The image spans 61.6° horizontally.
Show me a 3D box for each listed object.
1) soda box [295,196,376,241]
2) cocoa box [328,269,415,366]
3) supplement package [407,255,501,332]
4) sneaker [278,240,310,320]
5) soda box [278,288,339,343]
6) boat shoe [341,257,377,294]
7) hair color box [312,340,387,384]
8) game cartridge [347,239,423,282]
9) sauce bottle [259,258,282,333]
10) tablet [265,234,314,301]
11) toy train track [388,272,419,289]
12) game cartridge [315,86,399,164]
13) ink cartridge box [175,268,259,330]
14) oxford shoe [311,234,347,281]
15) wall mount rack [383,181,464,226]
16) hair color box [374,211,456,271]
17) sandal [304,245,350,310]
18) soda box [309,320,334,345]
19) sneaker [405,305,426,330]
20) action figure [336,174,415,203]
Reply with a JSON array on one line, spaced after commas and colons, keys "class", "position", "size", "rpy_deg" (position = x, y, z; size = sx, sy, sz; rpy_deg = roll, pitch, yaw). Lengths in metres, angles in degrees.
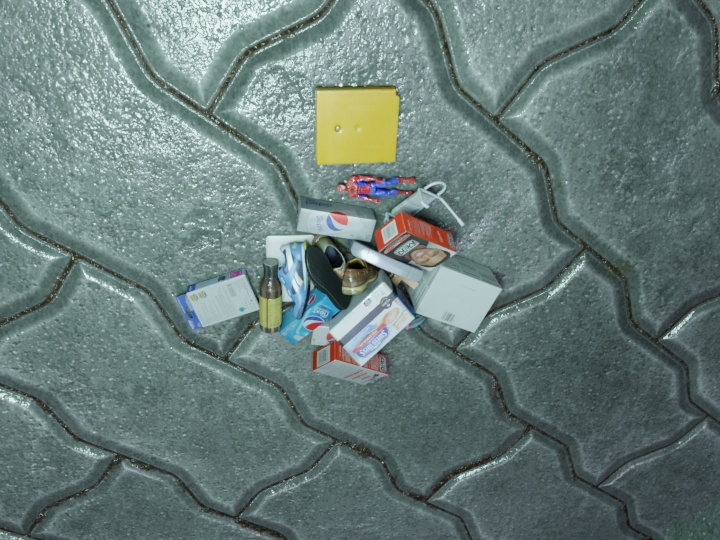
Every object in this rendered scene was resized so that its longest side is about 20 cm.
[{"class": "soda box", "position": [-0.063, -0.129, 1.520], "size": [0.194, 0.069, 0.065], "rpy_deg": [8, 121, -14]}, {"class": "cocoa box", "position": [0.029, 0.124, 1.597], "size": [0.199, 0.134, 0.132], "rpy_deg": [-42, 101, 8]}, {"class": "supplement package", "position": [0.256, 0.054, 1.665], "size": [0.196, 0.112, 0.158], "rpy_deg": [19, 117, -20]}, {"class": "sneaker", "position": [-0.171, 0.025, 1.561], "size": [0.080, 0.074, 0.206], "rpy_deg": [1, 97, 1]}, {"class": "soda box", "position": [-0.135, 0.114, 1.637], "size": [0.064, 0.069, 0.199], "rpy_deg": [36, 123, -27]}, {"class": "boat shoe", "position": [-0.001, 0.000, 1.545], "size": [0.070, 0.200, 0.070], "rpy_deg": [0, 107, 14]}, {"class": "hair color box", "position": [-0.029, 0.266, 1.734], "size": [0.197, 0.065, 0.110], "rpy_deg": [23, 143, -35]}, {"class": "game cartridge", "position": [0.061, -0.028, 1.549], "size": [0.196, 0.133, 0.042], "rpy_deg": [23, 101, -9]}, {"class": "sauce bottle", "position": [-0.237, 0.067, 1.599], "size": [0.063, 0.065, 0.205], "rpy_deg": [1, 119, -10]}, {"class": "tablet", "position": [-0.186, -0.004, 1.610], "size": [0.126, 0.014, 0.204], "rpy_deg": [-2, 123, -9]}, {"class": "toy train track", "position": [0.135, -0.028, 1.641], "size": [0.114, 0.033, 0.201], "rpy_deg": [36, 105, -9]}, {"class": "game cartridge", "position": [-0.009, -0.340, 1.421], "size": [0.194, 0.033, 0.180], "rpy_deg": [-4, 123, -10]}, {"class": "ink cartridge box", "position": [-0.379, 0.078, 1.612], "size": [0.195, 0.042, 0.121], "rpy_deg": [-19, 124, -1]}, {"class": "oxford shoe", "position": [-0.062, -0.003, 1.589], "size": [0.070, 0.074, 0.201], "rpy_deg": [-39, 123, -5]}, {"class": "wall mount rack", "position": [0.161, -0.135, 1.532], "size": [0.171, 0.076, 0.198], "rpy_deg": [15, 141, -44]}, {"class": "hair color box", "position": [0.139, -0.069, 1.507], "size": [0.197, 0.063, 0.101], "rpy_deg": [16, 140, -41]}, {"class": "sandal", "position": [-0.095, 0.026, 1.535], "size": [0.047, 0.076, 0.202], "rpy_deg": [-7, 129, 37]}, {"class": "soda box", "position": [-0.045, 0.171, 1.716], "size": [0.194, 0.064, 0.070], "rpy_deg": [5, 122, -13]}, {"class": "sneaker", "position": [0.096, 0.108, 1.692], "size": [0.194, 0.080, 0.098], "rpy_deg": [-1, 121, -10]}, {"class": "action figure", "position": [0.038, -0.205, 1.504], "size": [0.194, 0.052, 0.067], "rpy_deg": [0, 128, -7]}]
